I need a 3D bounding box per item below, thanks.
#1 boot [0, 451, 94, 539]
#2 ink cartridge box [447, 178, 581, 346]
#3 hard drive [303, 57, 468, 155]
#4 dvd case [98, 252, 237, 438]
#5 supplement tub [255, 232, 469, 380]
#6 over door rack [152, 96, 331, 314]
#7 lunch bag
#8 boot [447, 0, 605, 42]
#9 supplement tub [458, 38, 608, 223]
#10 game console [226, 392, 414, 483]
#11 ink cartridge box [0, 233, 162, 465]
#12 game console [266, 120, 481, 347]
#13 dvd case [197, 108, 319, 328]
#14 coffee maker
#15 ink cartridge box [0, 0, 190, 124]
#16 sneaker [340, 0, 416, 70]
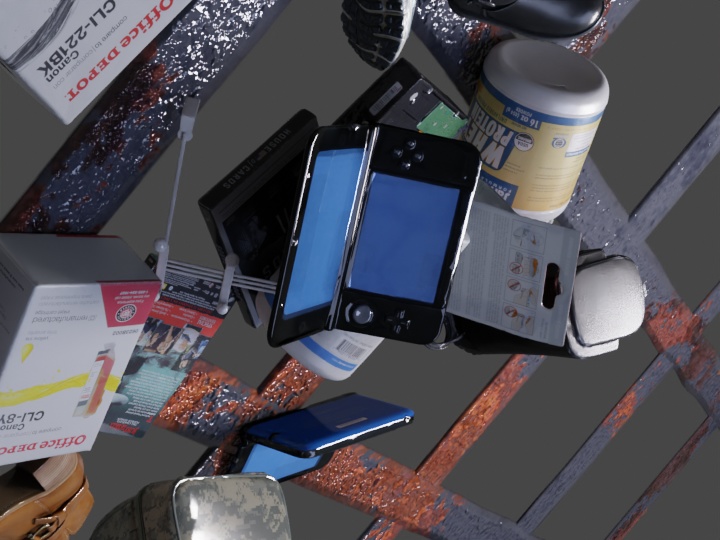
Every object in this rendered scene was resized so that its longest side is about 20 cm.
[{"bbox_3d":[-0.360,0.253,1.314,0.200,0.076,0.156,-44,153,-22],"label":"boot"},{"bbox_3d":[0.139,-0.017,1.406,0.047,0.198,0.161,-53,153,-46],"label":"ink cartridge box"},{"bbox_3d":[0.032,-0.138,1.351,0.140,0.038,0.200,-44,161,11],"label":"hard drive"},{"bbox_3d":[-0.220,0.082,1.341,0.201,0.022,0.146,-56,148,8],"label":"dvd case"},{"bbox_3d":[0.000,0.000,1.326,0.200,0.132,0.132,-48,149,12],"label":"supplement tub"},{"bbox_3d":[-0.112,-0.045,1.209,0.146,0.067,0.202,11,116,-7],"label":"over door rack"},{"bbox_3d":[-0.196,0.313,1.506,0.167,0.141,0.199,-17,166,35],"label":"lunch bag"},{"bbox_3d":[0.155,-0.279,1.240,0.200,0.163,0.066,46,51,-80],"label":"boot"},{"bbox_3d":[0.185,-0.144,1.486,0.144,0.145,0.201,-18,137,-40],"label":"supplement tub"},{"bbox_3d":[-0.054,0.231,1.624,0.199,0.170,0.120,-13,107,-44],"label":"game console"},{"bbox_3d":[-0.287,0.072,1.187,0.144,0.083,0.201,-2,126,-50],"label":"ink cartridge box"},{"bbox_3d":[0.015,-0.024,1.185,0.174,0.116,0.202,11,105,-8],"label":"game console"},{"bbox_3d":[-0.085,-0.050,1.348,0.150,0.025,0.201,-44,147,-21],"label":"dvd case"},{"bbox_3d":[0.200,0.050,1.520,0.192,0.199,0.135,-39,107,-28],"label":"coffee maker"},{"bbox_3d":[-0.230,-0.223,0.942,0.144,0.084,0.200,-46,149,-6],"label":"ink cartridge box"},{"bbox_3d":[0.042,-0.281,1.231,0.086,0.077,0.201,-31,147,-39],"label":"sneaker"}]
